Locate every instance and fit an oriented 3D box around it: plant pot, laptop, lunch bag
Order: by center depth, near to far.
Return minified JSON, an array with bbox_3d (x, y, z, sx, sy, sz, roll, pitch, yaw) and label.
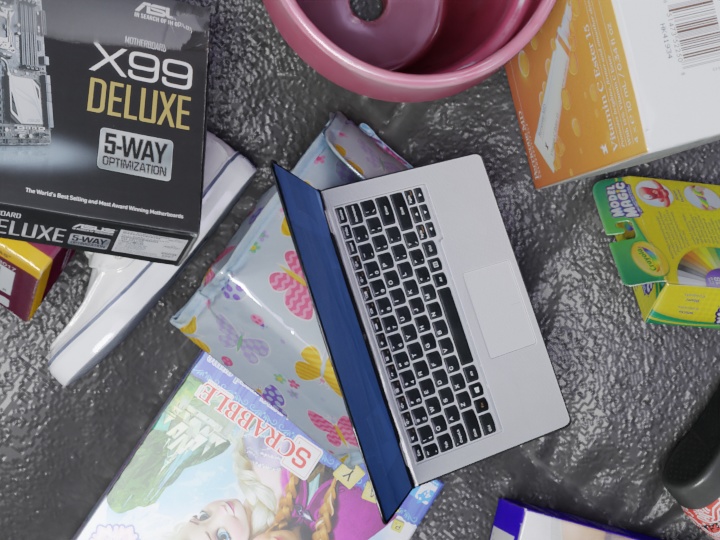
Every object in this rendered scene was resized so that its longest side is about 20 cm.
[{"bbox_3d":[0.044,0.023,0.633,0.198,0.116,0.189,-15,84,-27],"label":"laptop"},{"bbox_3d":[0.019,-0.206,0.741,0.198,0.179,0.202,0,88,-11],"label":"plant pot"},{"bbox_3d":[0.000,0.000,0.751,0.169,0.127,0.201,41,54,-8],"label":"lunch bag"}]

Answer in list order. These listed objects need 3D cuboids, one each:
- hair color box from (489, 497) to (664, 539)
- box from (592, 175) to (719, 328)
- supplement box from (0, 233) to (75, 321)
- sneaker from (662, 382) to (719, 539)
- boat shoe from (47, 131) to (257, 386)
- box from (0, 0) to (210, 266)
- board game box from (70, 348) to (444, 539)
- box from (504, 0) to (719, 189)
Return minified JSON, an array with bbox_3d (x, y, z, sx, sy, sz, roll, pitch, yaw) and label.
[{"bbox_3d":[0.189,0.248,0.815,0.198,0.065,0.110,16,84,-11],"label":"hair color box"},{"bbox_3d":[0.270,-0.011,0.818,0.198,0.049,0.118,7,44,-12],"label":"box"},{"bbox_3d":[-0.202,-0.086,0.706,0.110,0.086,0.201,32,59,-8],"label":"supplement box"},{"bbox_3d":[0.323,0.126,0.848,0.202,0.067,0.108,-47,108,-15],"label":"sneaker"},{"bbox_3d":[-0.155,-0.013,0.761,0.065,0.074,0.201,39,71,-3],"label":"boat shoe"},{"bbox_3d":[-0.189,-0.096,0.635,0.198,0.050,0.159,10,64,-20],"label":"box"},{"bbox_3d":[-0.075,0.177,0.777,0.199,0.041,0.200,35,82,-7],"label":"board game box"},{"bbox_3d":[0.182,-0.136,0.758,0.096,0.200,0.126,-15,90,-11],"label":"box"}]
